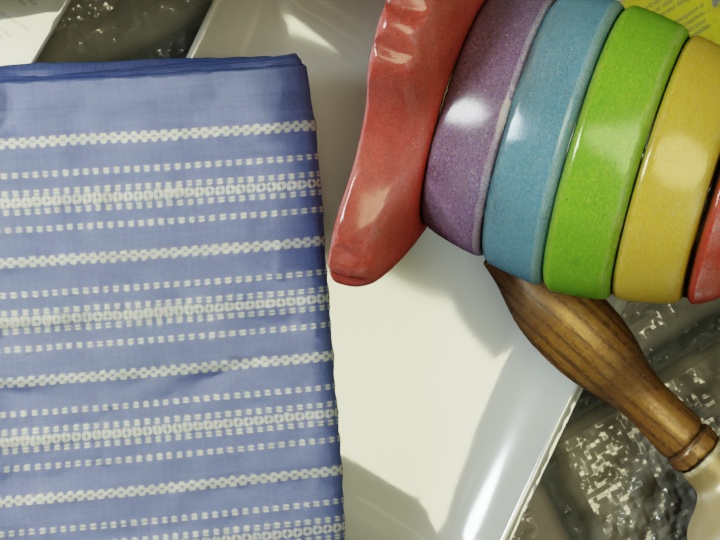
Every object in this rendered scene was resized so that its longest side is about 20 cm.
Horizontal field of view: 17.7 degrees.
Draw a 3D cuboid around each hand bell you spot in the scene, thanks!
[{"bbox_3d":[0.122,0.062,0.885,0.104,0.104,0.200,-45,96,-9],"label":"hand bell"}]

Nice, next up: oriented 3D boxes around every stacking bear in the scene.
[{"bbox_3d":[0.106,-0.034,0.818,0.199,0.114,0.122,18,119,11],"label":"stacking bear"}]

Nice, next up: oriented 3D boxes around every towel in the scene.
[{"bbox_3d":[-0.082,0.022,0.856,0.144,0.024,0.201,-5,93,-15],"label":"towel"}]

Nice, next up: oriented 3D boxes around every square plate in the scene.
[{"bbox_3d":[0.000,0.000,0.897,0.200,0.028,0.199,28,84,-10],"label":"square plate"}]

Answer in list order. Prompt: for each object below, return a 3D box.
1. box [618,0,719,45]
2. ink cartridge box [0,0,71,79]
[{"bbox_3d":[0.121,-0.135,0.904,0.117,0.048,0.200,-32,97,-26],"label":"box"},{"bbox_3d":[-0.133,-0.153,0.869,0.095,0.037,0.200,31,85,-10],"label":"ink cartridge box"}]
